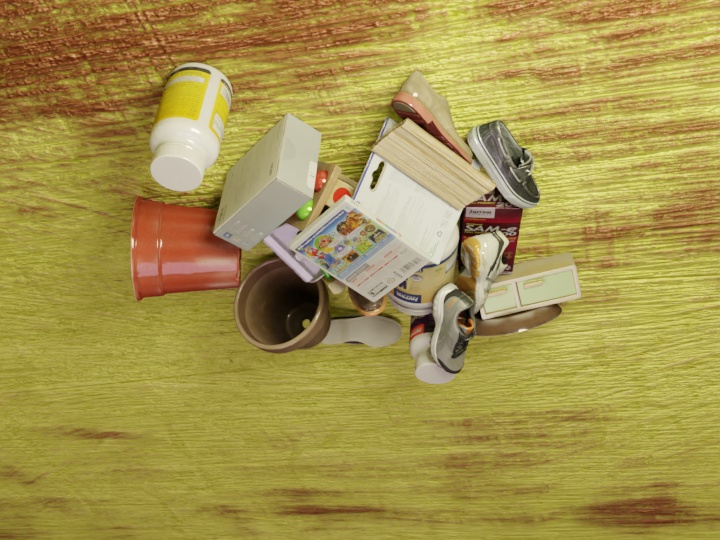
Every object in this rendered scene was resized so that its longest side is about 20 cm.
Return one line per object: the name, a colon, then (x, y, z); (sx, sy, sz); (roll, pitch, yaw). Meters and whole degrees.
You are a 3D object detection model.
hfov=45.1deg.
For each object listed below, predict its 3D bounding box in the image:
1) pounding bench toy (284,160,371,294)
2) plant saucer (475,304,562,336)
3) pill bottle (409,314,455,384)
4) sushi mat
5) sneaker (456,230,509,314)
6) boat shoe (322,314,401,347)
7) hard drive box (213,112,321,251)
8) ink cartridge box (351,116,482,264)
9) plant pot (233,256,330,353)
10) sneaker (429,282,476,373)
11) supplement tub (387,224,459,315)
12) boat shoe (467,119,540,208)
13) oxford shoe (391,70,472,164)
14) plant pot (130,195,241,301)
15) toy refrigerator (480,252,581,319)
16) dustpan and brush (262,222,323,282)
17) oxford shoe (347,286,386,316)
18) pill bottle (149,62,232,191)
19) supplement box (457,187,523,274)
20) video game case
pounding bench toy: (-0.059, -0.075, 1.535); (0.156, 0.200, 0.124); (26, 180, -26)
plant saucer: (0.310, 0.088, 1.776); (0.200, 0.200, 0.032); (-12, 99, 22)
pill bottle: (0.158, 0.130, 1.803); (0.111, 0.200, 0.112); (4, 143, 3)
sushi mat: (0.120, -0.172, 1.431); (0.200, 0.012, 0.096); (32, 141, -22)
sneaker: (0.236, 0.007, 1.623); (0.088, 0.076, 0.200); (-22, 146, -17)
boat shoe: (-0.008, 0.135, 1.949); (0.200, 0.074, 0.060); (-3, -173, -14)
hard drive box: (-0.163, -0.151, 1.509); (0.077, 0.156, 0.200); (28, 139, -27)
ink cartridge box: (0.085, -0.136, 1.488); (0.200, 0.200, 0.041); (23, -177, -22)
plant pot: (-0.143, 0.088, 1.827); (0.200, 0.201, 0.175); (-7, 160, 17)
sneaker: (0.181, 0.123, 1.654); (0.079, 0.074, 0.200); (30, 138, 40)
supplement tub: (0.111, -0.018, 1.659); (0.144, 0.145, 0.200); (3, 143, 4)
boat shoe: (0.263, -0.178, 1.485); (0.071, 0.072, 0.200); (-19, 135, 36)
oxford shoe: (0.133, -0.244, 1.410); (0.070, 0.075, 0.200); (15, 162, 44)
plant pot: (-0.328, -0.042, 1.663); (0.195, 0.201, 0.201); (0, 144, -7)
toy refrigerator: (0.329, 0.032, 1.716); (0.200, 0.070, 0.076); (-13, 115, 9)
dustpan and brush: (-0.074, -0.071, 1.677); (0.200, 0.057, 0.140); (-41, 112, 10)
oxford shoe: (0.000, 0.000, 1.654); (0.071, 0.200, 0.073); (-18, 139, 1)
pill bottle: (-0.274, -0.227, 1.384); (0.111, 0.200, 0.111); (4, 143, 3)
supplement box: (0.243, -0.075, 1.637); (0.109, 0.061, 0.200); (1, 142, 4)
video game case: (0.000, -0.033, 1.472); (0.200, 0.018, 0.143); (33, 125, -30)
